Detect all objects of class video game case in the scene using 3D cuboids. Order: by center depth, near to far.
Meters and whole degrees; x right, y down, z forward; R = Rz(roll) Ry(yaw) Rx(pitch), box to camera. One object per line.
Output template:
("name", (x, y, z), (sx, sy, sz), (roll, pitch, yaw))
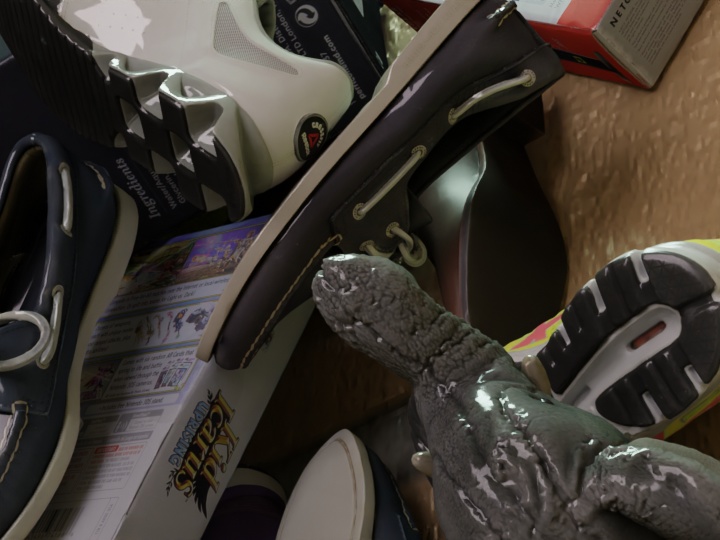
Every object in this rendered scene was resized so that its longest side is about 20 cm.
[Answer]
("video game case", (-0.124, 0.070, 0.920), (0.200, 0.045, 0.182), (-11, 45, 45))

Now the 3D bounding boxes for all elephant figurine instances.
("elephant figurine", (0.076, 0.096, 0.646), (0.155, 0.200, 0.142), (-2, 59, 47))

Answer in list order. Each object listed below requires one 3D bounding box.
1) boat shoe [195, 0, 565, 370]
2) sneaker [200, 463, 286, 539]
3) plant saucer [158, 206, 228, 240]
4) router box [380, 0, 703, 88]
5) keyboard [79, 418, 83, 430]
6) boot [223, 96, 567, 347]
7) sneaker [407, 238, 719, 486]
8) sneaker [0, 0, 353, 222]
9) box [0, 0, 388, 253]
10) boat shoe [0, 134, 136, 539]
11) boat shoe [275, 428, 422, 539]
("boat shoe", (0.009, -0.030, 0.829), (0.200, 0.063, 0.073), (-52, 1, -3))
("sneaker", (-0.108, 0.177, 0.898), (0.200, 0.076, 0.088), (-41, 44, 18))
("plant saucer", (-0.159, 0.033, 1.094), (0.199, 0.048, 0.201), (-16, 49, 40))
("router box", (0.119, -0.195, 0.972), (0.179, 0.049, 0.200), (20, 76, 53))
("keyboard", (-0.190, 0.076, 0.940), (0.056, 0.011, 0.200), (-54, 30, -16))
("boot", (0.000, 0.000, 0.936), (0.200, 0.064, 0.187), (-27, 42, 35))
("sneaker", (0.098, 0.046, 0.786), (0.200, 0.090, 0.078), (-35, 80, 47))
("sneaker", (-0.085, -0.097, 0.857), (0.088, 0.074, 0.200), (-38, 56, -26))
("box", (-0.097, -0.110, 1.005), (0.200, 0.118, 0.197), (-30, 19, 9))
("boat shoe", (-0.152, 0.033, 0.852), (0.075, 0.062, 0.201), (-5, 56, 38))
("boat shoe", (0.009, 0.142, 0.798), (0.075, 0.062, 0.200), (-57, 23, 23))
